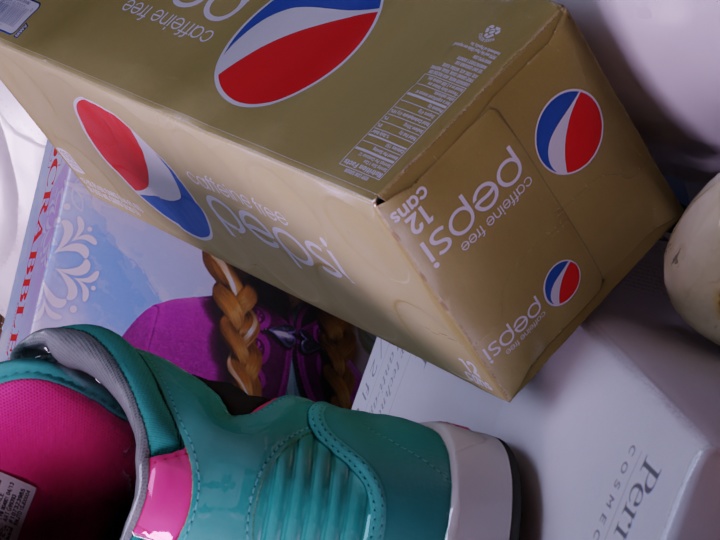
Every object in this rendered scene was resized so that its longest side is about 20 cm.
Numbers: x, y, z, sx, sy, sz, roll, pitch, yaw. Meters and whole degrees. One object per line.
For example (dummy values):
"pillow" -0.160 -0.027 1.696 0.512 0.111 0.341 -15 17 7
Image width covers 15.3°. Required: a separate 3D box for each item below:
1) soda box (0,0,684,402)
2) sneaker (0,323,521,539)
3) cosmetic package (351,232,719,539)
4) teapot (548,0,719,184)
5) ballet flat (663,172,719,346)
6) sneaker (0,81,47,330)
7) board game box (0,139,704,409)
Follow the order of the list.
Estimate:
"soda box" -0.016 -0.038 0.660 0.064 0.068 0.200 -45 35 -14
"sneaker" -0.055 0.069 0.652 0.200 0.120 0.084 146 135 -63
"cosmetic package" 0.064 0.108 0.663 0.200 0.122 0.200 -131 58 -65
"teapot" 0.102 -0.089 0.667 0.146 0.197 0.200 74 -148 -43
"ballet flat" 0.137 0.001 0.535 0.199 0.067 0.057 -2 42 46
"sneaker" -0.093 -0.003 0.862 0.073 0.070 0.201 -89 -7 -61
"board game box" 0.000 0.000 0.798 0.041 0.199 0.200 178 105 -69
